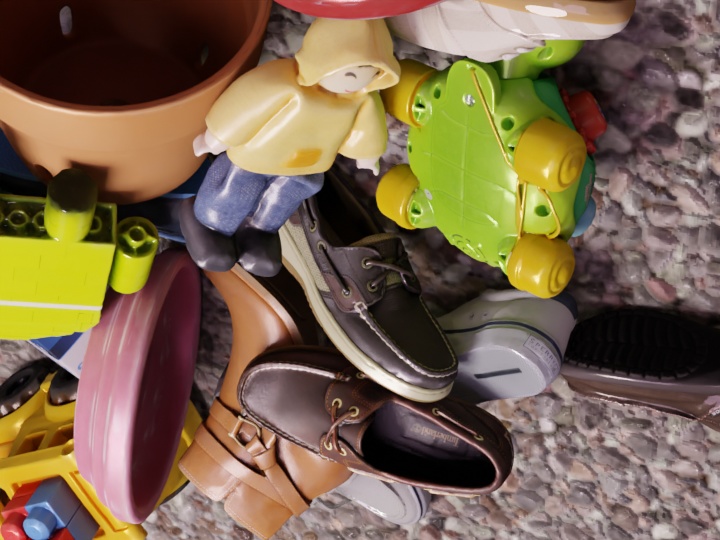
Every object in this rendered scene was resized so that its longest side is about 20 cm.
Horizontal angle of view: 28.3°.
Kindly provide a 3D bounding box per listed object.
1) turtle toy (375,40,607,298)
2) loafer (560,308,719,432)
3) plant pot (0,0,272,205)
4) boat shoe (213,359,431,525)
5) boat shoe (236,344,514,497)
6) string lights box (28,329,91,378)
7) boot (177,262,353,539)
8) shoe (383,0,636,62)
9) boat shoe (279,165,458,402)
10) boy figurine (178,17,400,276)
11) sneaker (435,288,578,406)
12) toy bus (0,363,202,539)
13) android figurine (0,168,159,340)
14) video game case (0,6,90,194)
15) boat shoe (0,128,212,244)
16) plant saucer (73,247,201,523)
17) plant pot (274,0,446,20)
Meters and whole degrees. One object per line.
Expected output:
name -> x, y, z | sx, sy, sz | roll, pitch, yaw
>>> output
turtle toy -> 0.091, -0.088, 0.865 | 0.145, 0.101, 0.202 | 30, 134, 33
loafer -> 0.226, 0.079, 0.952 | 0.198, 0.073, 0.072 | 7, 128, 21
plant pot -> -0.157, -0.135, 0.900 | 0.198, 0.201, 0.141 | 22, 148, 7
boat shoe -> -0.034, 0.147, 1.116 | 0.202, 0.086, 0.074 | 43, 131, -10
boat shoe -> 0.008, 0.102, 0.967 | 0.198, 0.070, 0.071 | 13, 104, 7
string lights box -> -0.269, -0.008, 1.054 | 0.102, 0.059, 0.200 | 27, 163, 40
boot -> -0.084, 0.086, 1.046 | 0.200, 0.074, 0.155 | 46, 104, 9
shoe -> 0.065, -0.149, 0.791 | 0.199, 0.070, 0.054 | 20, 129, 38
boat shoe -> 0.000, 0.000, 0.959 | 0.200, 0.073, 0.065 | 49, 127, 21
boy figurine -> -0.032, -0.080, 0.843 | 0.123, 0.065, 0.200 | 8, 139, -33
sneaker -> 0.081, 0.053, 1.006 | 0.073, 0.071, 0.199 | 52, 150, -20
toy bus -> -0.248, 0.175, 1.169 | 0.199, 0.193, 0.136 | -15, 119, 35
android figurine -> -0.224, -0.007, 0.923 | 0.180, 0.041, 0.200 | 3, 153, -13
video game case -> -0.268, -0.114, 1.069 | 0.180, 0.022, 0.202 | 10, 129, 17
boat shoe -> -0.196, -0.054, 1.013 | 0.198, 0.084, 0.069 | 18, 134, 14
plant saucer -> -0.164, 0.081, 1.045 | 0.050, 0.201, 0.202 | 9, 129, 5
plant pot -> 0.008, -0.244, 0.727 | 0.198, 0.201, 0.184 | 1, 132, 24
